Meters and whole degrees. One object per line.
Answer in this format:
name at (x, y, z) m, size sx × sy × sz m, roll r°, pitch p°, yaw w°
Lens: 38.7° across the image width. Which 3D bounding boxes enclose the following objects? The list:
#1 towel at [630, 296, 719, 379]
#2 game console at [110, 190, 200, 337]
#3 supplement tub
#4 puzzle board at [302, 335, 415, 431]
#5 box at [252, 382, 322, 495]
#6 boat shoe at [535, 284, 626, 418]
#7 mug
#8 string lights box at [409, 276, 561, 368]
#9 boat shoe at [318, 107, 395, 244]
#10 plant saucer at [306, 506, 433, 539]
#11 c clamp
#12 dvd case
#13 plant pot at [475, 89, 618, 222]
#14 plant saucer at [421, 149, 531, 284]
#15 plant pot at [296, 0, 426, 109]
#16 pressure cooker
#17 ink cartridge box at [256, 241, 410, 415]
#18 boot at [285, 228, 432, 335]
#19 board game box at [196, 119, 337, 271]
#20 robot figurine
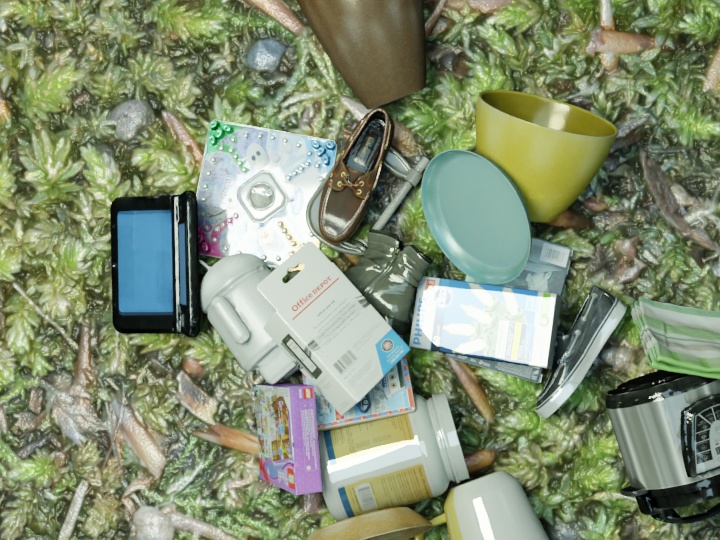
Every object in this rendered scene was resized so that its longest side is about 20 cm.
towel at (0.451, 0.092, 1.387) m, size 0.146 × 0.200 × 0.031 m, roll 8°, pitch 110°, yaw 4°
game console at (-0.295, -0.008, 1.465) m, size 0.114 × 0.176 × 0.204 m, roll -2°, pitch 91°, yaw -16°
supplement tub at (0.041, 0.257, 1.429) m, size 0.197 × 0.145 × 0.147 m, roll -16°, pitch 86°, yaw 3°
puzzle board at (-0.010, 0.127, 1.443) m, size 0.148 × 0.018 × 0.202 m, roll -12°, pitch 48°, yaw 3°
box at (-0.103, 0.226, 1.415) m, size 0.038 × 0.200 × 0.140 m, roll -3°, pitch 87°, yaw -20°
boat shoe at (0.297, 0.113, 1.457) m, size 0.067 × 0.072 × 0.201 m, roll 35°, pitch 87°, yaw 3°
mug at (0.169, 0.370, 1.421) m, size 0.184 × 0.150 × 0.155 m, roll -18°, pitch 78°, yaw -4°
string lights box at (0.175, 0.072, 1.441) m, size 0.197 × 0.059 × 0.105 m, roll 7°, pitch 87°, yaw 19°
boat shoe at (-0.009, -0.137, 1.454) m, size 0.069 × 0.070 × 0.203 m, roll 20°, pitch 85°, yaw 1°
plant saucer at (0.002, 0.361, 1.407) m, size 0.197 × 0.201 × 0.036 m, roll -17°, pitch 70°, yaw 2°
c clamp at (0.024, -0.101, 1.493) m, size 0.171 × 0.027 × 0.200 m, roll 42°, pitch 85°, yaw 0°
dvd case at (0.216, 0.047, 1.491) m, size 0.144 × 0.022 × 0.203 m, roll 14°, pitch 89°, yaw 4°
plant pot at (0.242, -0.153, 1.431) m, size 0.197 × 0.200 × 0.144 m, roll 15°, pitch 113°, yaw 4°
plant saucer at (0.164, -0.077, 1.422) m, size 0.027 × 0.200 × 0.202 m, roll -31°, pitch 84°, yaw -34°
plant pot at (0.019, -0.341, 1.458) m, size 0.184 × 0.187 × 0.203 m, roll -20°, pitch 101°, yaw 2°
pressure cooker at (0.441, 0.237, 1.394) m, size 0.174 × 0.178 × 0.203 m, roll -19°, pitch 86°, yaw 31°
ink cartridge box at (-0.045, 0.075, 1.368) m, size 0.200 × 0.068 × 0.116 m, roll 48°, pitch 58°, yaw 3°
boot at (0.000, 0.000, 1.457) m, size 0.197 × 0.068 × 0.133 m, roll 20°, pitch 92°, yaw 19°
board game box at (-0.147, -0.110, 1.518) m, size 0.196 × 0.026 × 0.204 m, roll 10°, pitch 88°, yaw 4°
robot figurine at (-0.151, 0.060, 1.439) m, size 0.113 × 0.169 × 0.201 m, roll -39°, pitch 80°, yaw 15°
